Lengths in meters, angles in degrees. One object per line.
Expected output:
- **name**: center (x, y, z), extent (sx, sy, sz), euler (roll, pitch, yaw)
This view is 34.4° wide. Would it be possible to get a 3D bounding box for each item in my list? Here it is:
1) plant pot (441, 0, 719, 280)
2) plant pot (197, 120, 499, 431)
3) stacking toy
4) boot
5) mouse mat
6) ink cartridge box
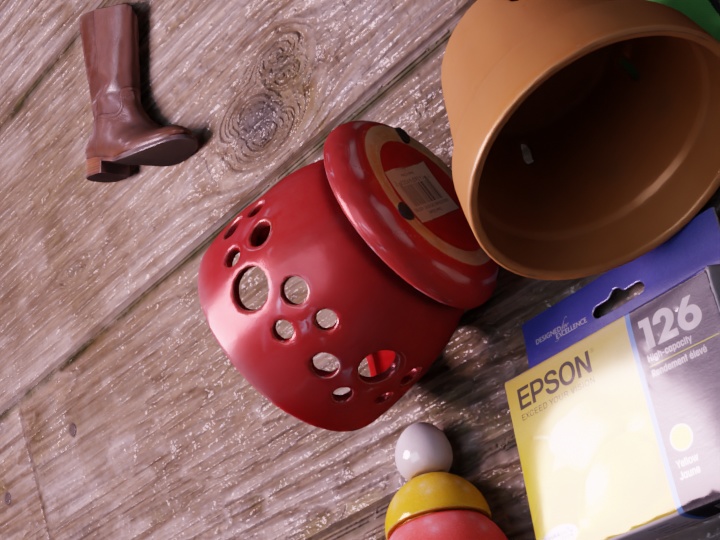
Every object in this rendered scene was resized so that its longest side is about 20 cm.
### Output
- **plant pot**: center (0.141, -0.113, 0.802), extent (0.201, 0.199, 0.141), euler (-56, 39, 27)
- **plant pot**: center (0.000, 0.000, 0.929), extent (0.182, 0.200, 0.201), euler (-41, 62, 27)
- **stacking toy**: center (0.066, 0.214, 0.932), extent (0.146, 0.145, 0.201), euler (-39, 44, 36)
- **boot**: center (-0.245, -0.210, 1.260), extent (0.185, 0.064, 0.202), euler (-9, 78, 41)
- **mouse mat**: center (0.208, -0.135, 0.860), extent (0.161, 0.007, 0.201), euler (-42, 63, 35)
- **ink cartridge box**: center (0.187, 0.084, 0.813), extent (0.197, 0.047, 0.202), euler (-37, 53, 41)
